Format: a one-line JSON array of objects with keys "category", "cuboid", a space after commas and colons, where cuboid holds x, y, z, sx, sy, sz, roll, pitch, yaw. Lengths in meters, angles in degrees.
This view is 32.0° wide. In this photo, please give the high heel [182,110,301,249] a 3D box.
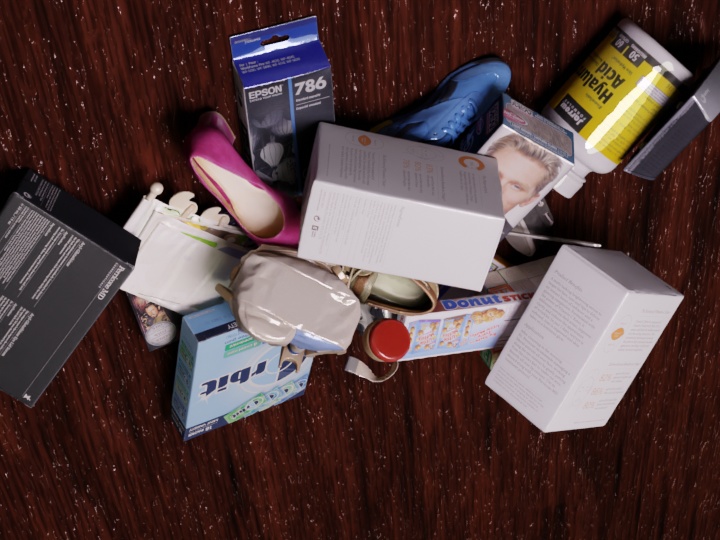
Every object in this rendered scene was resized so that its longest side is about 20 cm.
[{"category": "high heel", "cuboid": [-0.118, -0.068, 1.305, 0.067, 0.096, 0.200, -19, 118, 15]}]

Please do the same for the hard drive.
[{"category": "hard drive", "cuboid": [0.382, -0.180, 1.473, 0.135, 0.042, 0.200, -50, 176, 34]}]

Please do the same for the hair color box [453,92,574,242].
[{"category": "hair color box", "cuboid": [0.143, -0.096, 1.423, 0.100, 0.061, 0.200, 26, 131, -17]}]

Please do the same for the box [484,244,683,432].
[{"category": "box", "cuboid": [0.271, 0.082, 1.519, 0.152, 0.106, 0.200, 5, 118, -51]}]

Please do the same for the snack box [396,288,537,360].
[{"category": "snack box", "cuboid": [0.136, 0.065, 1.519, 0.200, 0.024, 0.072, -6, 130, -22]}]

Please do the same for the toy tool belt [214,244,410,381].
[{"category": "toy tool belt", "cuboid": [-0.054, 0.049, 1.354, 0.200, 0.123, 0.125, 22, 77, -15]}]

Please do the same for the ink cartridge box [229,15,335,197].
[{"category": "ink cartridge box", "cuboid": [-0.079, -0.166, 1.335, 0.099, 0.039, 0.200, -18, 132, -14]}]

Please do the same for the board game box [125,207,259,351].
[{"category": "board game box", "cuboid": [-0.168, 0.000, 1.427, 0.200, 0.035, 0.136, -22, 134, -10]}]

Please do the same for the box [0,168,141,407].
[{"category": "box", "cuboid": [-0.340, 0.020, 1.289, 0.141, 0.079, 0.200, 35, 108, -15]}]

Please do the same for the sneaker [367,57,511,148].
[{"category": "sneaker", "cuboid": [0.094, -0.161, 1.406, 0.200, 0.078, 0.066, -33, 133, -2]}]

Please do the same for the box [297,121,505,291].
[{"category": "box", "cuboid": [0.041, -0.068, 1.322, 0.200, 0.124, 0.098, 11, 125, -6]}]

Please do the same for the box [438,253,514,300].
[{"category": "box", "cuboid": [0.157, 0.037, 1.634, 0.119, 0.041, 0.200, -47, 131, 13]}]

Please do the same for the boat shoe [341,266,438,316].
[{"category": "boat shoe", "cuboid": [0.000, 0.000, 1.412, 0.200, 0.074, 0.076, 15, 111, -15]}]

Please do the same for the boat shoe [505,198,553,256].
[{"category": "boat shoe", "cuboid": [0.191, -0.098, 1.527, 0.057, 0.067, 0.200, -48, 143, -17]}]

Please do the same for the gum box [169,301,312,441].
[{"category": "gum box", "cuboid": [-0.134, 0.103, 1.480, 0.170, 0.045, 0.200, -20, 147, -27]}]

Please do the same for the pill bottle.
[{"category": "pill bottle", "cuboid": [0.282, -0.184, 1.463, 0.111, 0.111, 0.200, 27, 110, -41]}]

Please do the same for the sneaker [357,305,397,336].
[{"category": "sneaker", "cuboid": [0.027, -0.001, 1.521, 0.080, 0.077, 0.200, -38, 139, -38]}]

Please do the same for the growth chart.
[{"category": "growth chart", "cuboid": [-0.187, -0.010, 1.371, 0.145, 0.018, 0.200, -47, 133, 12]}]

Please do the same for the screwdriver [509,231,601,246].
[{"category": "screwdriver", "cuboid": [0.190, -0.041, 1.519, 0.200, 0.029, 0.028, 13, 154, 10]}]

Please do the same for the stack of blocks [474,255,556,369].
[{"category": "stack of blocks", "cuboid": [0.247, 0.044, 1.619, 0.200, 0.059, 0.115, -14, 131, -18]}]
